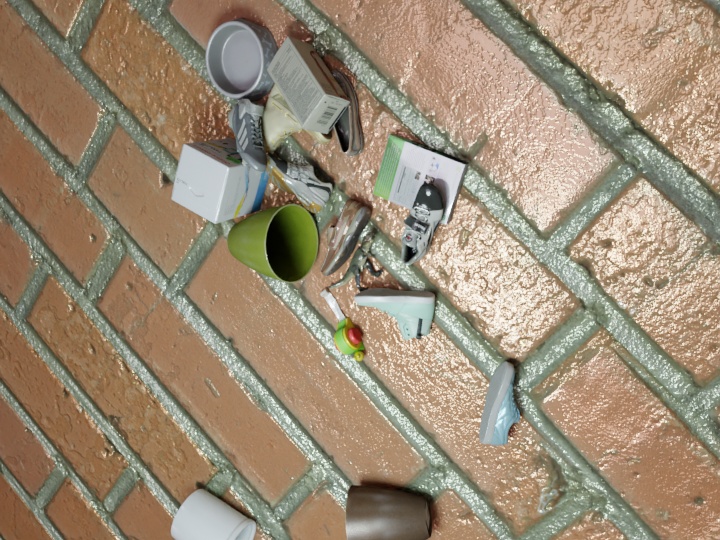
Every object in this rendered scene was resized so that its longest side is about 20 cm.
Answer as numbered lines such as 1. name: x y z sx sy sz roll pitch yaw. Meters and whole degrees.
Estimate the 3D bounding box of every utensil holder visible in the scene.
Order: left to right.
1. utensil holder: -0.433 0.765 2.038 0.197 0.169 0.174 26 113 19

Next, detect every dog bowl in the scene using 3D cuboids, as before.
1. dog bowl: -0.297 -0.518 1.706 0.195 0.058 0.206 6 105 24

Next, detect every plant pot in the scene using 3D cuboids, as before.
1. plant pot: -0.237 -0.072 1.739 0.196 0.185 0.193 5 106 40
2. plant pot: 0.079 0.637 1.767 0.195 0.187 0.192 -10 99 12

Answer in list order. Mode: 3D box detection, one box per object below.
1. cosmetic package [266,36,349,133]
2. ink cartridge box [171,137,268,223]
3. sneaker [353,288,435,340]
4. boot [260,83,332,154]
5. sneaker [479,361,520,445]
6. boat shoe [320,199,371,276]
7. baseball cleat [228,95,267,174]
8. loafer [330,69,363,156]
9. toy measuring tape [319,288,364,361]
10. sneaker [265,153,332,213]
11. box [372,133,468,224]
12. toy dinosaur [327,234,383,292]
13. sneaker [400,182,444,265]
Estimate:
1. cosmetic package: -0.121 -0.424 1.590 0.104 0.086 0.203 -46 61 31
2. ink cartridge box: -0.342 -0.227 1.720 0.144 0.199 0.149 27 113 16
3. sneaker: 0.079 0.110 1.660 0.195 0.074 0.122 4 106 10
4. boot: -0.171 -0.338 1.681 0.200 0.072 0.156 45 117 11
5. sneaker: 0.338 0.312 1.616 0.080 0.074 0.205 11 105 -9
6. boat shoe: -0.047 -0.081 1.693 0.071 0.075 0.203 36 106 17
7. baseball cleat: -0.260 -0.333 1.654 0.107 0.069 0.203 -45 61 32
8. loafer: -0.043 -0.368 1.617 0.070 0.063 0.205 -13 97 27
9. toy measuring tape: -0.053 0.143 1.749 0.073 0.073 0.203 -32 88 28
10. sneaker: -0.153 -0.230 1.702 0.199 0.076 0.088 40 74 8
11. box: 0.135 -0.211 1.589 0.196 0.036 0.148 24 112 17
12. toy dinosaur: 0.000 0.000 1.705 0.088 0.047 0.201 44 122 13
13. sneaker: 0.133 -0.095 1.557 0.073 0.088 0.204 24 129 19
